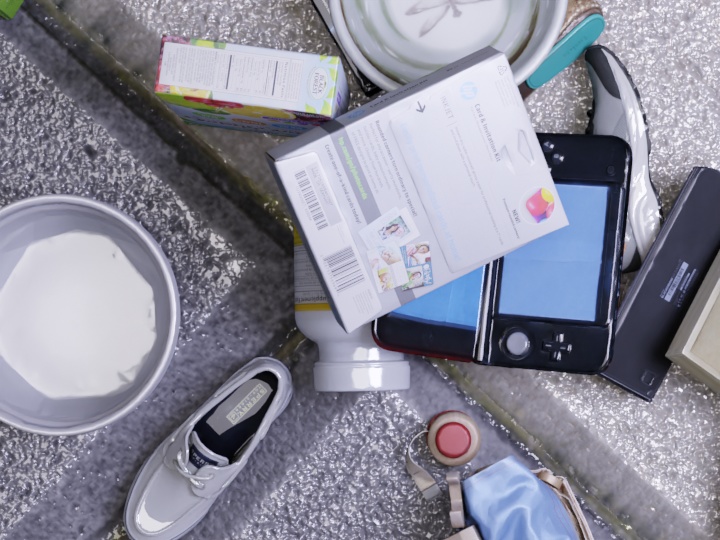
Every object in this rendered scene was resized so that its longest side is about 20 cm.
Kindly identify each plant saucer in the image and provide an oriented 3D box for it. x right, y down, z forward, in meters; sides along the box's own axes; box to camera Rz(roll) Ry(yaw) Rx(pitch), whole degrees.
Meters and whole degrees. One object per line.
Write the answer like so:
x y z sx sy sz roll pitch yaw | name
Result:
0.072 -0.233 1.589 0.200 0.050 0.200 0 89 1 | plant saucer

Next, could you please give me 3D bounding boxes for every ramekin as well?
-0.247 0.037 1.607 0.200 0.105 0.200 0 88 1 | ramekin

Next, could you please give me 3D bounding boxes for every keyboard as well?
0.277 0.017 1.606 0.127 0.021 0.200 29 90 -34 | keyboard

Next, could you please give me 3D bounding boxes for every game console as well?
0.118 -0.024 1.548 0.172 0.119 0.200 4 85 25 | game console

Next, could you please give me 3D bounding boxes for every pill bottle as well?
0.000 0.000 1.596 0.112 0.112 0.200 -1 88 2 | pill bottle

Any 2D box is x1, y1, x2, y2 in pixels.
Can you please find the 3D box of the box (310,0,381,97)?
0.024 -0.274 1.638 0.160 0.044 0.200 -29 88 1 | box

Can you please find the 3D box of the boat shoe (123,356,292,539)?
-0.135 0.153 1.618 0.074 0.065 0.200 36 89 2 | boat shoe

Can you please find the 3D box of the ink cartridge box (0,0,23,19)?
-0.318 -0.341 1.636 0.148 0.076 0.200 32 91 3 | ink cartridge box

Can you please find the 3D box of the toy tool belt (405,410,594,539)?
0.118 0.206 1.580 0.125 0.123 0.200 -31 87 0 | toy tool belt

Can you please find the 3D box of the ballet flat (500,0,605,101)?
0.121 -0.169 1.631 0.200 0.071 0.065 -41 61 -3 | ballet flat

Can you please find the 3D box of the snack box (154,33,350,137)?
-0.084 -0.146 1.559 0.142 0.200 0.053 9 88 2 | snack box

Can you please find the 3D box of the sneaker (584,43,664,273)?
0.209 -0.093 1.614 0.079 0.074 0.200 -8 88 7 | sneaker

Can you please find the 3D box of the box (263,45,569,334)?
0.046 -0.064 1.487 0.200 0.041 0.156 -26 111 -7 | box

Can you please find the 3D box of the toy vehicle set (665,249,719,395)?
0.350 0.021 1.582 0.124 0.027 0.200 35 71 -13 | toy vehicle set
